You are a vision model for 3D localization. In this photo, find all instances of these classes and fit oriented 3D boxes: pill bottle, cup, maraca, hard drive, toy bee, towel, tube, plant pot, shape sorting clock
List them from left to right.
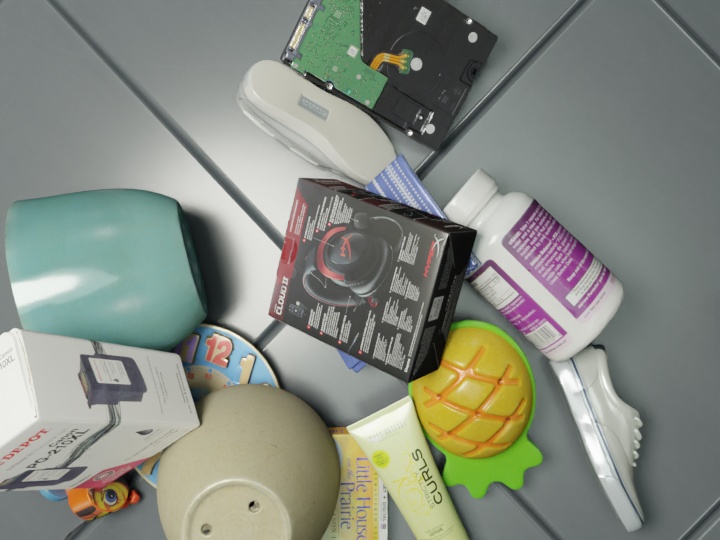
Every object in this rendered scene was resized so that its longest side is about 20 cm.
[{"bbox_3d":[-0.303,0.233,0.858,0.129,0.108,0.205,-3,76,34],"label":"toy bee"},{"bbox_3d":[-0.249,0.008,0.801,0.157,0.201,0.205,-14,89,-7],"label":"plant pot"},{"bbox_3d":[-0.183,0.162,0.870,0.195,0.039,0.205,0,90,3],"label":"shape sorting clock"},{"bbox_3d":[-0.114,0.229,0.760,0.195,0.143,0.206,0,95,-4],"label":"cup"},{"bbox_3d":[0.018,-0.002,0.825,0.200,0.024,0.146,-42,76,26],"label":"towel"},{"bbox_3d":[0.030,-0.236,0.817,0.197,0.038,0.142,25,103,-20],"label":"hard drive"},{"bbox_3d":[0.061,0.236,0.828,0.058,0.051,0.203,-35,105,-35],"label":"tube"},{"bbox_3d":[0.124,0.150,0.824,0.134,0.107,0.204,-14,104,10],"label":"maraca"},{"bbox_3d":[0.171,-0.010,0.816,0.200,0.112,0.113,44,92,2],"label":"pill bottle"}]

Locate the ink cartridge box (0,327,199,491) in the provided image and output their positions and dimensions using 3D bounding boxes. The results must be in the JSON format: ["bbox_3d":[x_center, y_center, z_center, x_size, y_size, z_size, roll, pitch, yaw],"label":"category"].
[{"bbox_3d":[-0.270,0.134,0.702,0.143,0.199,0.086,-33,65,18],"label":"ink cartridge box"}]

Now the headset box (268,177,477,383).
[{"bbox_3d":[0.000,0.000,0.777,0.197,0.075,0.152,21,105,28],"label":"headset box"}]

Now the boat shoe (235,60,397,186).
[{"bbox_3d":[-0.049,-0.149,0.846,0.197,0.068,0.073,25,68,-22],"label":"boat shoe"}]

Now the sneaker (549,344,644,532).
[{"bbox_3d":[0.273,0.178,0.830,0.069,0.073,0.204,-22,89,6],"label":"sneaker"}]

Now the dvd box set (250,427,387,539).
[{"bbox_3d":[-0.067,0.250,0.853,0.195,0.029,0.150,0,95,-4],"label":"dvd box set"}]
